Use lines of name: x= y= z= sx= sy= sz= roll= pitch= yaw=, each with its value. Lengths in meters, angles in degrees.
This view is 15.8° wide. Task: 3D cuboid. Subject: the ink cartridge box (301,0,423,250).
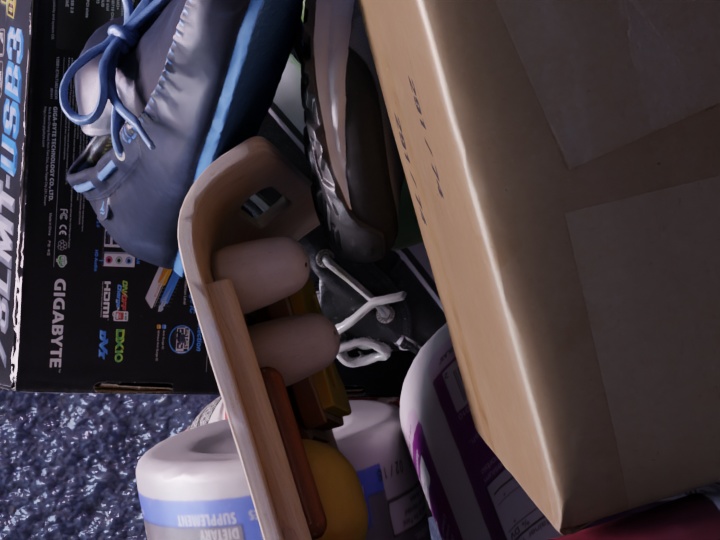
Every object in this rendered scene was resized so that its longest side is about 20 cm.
ink cartridge box: x=0.028 y=-0.114 z=0.980 sx=0.059 sy=0.104 sz=0.200 roll=78 pitch=174 yaw=-55

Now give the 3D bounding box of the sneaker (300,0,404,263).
sneaker: x=0.023 y=-0.094 z=0.892 sx=0.074 sy=0.079 sz=0.201 roll=89 pitch=-169 yaw=-62

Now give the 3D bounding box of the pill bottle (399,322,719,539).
pill bottle: x=0.091 y=0.104 z=0.943 sx=0.200 sy=0.112 sz=0.112 roll=-111 pitch=6 yaw=-46

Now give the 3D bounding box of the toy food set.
toy food set: x=-0.001 y=0.060 z=0.900 sx=0.144 sy=0.060 sz=0.201 roll=39 pitch=-146 yaw=-79

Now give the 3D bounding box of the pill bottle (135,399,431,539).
pill bottle: x=-0.019 y=0.161 z=1.043 sx=0.114 sy=0.113 sz=0.201 roll=-138 pitch=38 yaw=-82

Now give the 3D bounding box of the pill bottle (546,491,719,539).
pill bottle: x=0.071 y=0.126 z=0.703 sx=0.114 sy=0.199 sz=0.114 roll=164 pitch=90 yaw=-85

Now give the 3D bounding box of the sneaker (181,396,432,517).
sneaker: x=-0.022 y=0.085 z=1.193 sx=0.200 sy=0.082 sz=0.078 roll=17 pitch=-134 yaw=-57

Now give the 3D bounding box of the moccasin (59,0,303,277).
moccasin: x=-0.072 y=-0.057 z=0.901 sx=0.081 sy=0.068 sz=0.200 roll=-59 pitch=-2 yaw=-32

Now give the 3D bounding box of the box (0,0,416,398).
box: x=-0.057 y=-0.048 z=1.064 sx=0.050 sy=0.198 sz=0.201 roll=4 pitch=92 yaw=57

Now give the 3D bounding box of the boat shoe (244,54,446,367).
boat shoe: x=0.001 y=0.001 z=1.027 sx=0.199 sy=0.068 sz=0.074 roll=49 pitch=178 yaw=-23

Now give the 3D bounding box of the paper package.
paper package: x=0.067 y=-0.044 z=0.762 sx=0.191 sy=0.103 sz=0.201 roll=-129 pitch=22 yaw=-82
